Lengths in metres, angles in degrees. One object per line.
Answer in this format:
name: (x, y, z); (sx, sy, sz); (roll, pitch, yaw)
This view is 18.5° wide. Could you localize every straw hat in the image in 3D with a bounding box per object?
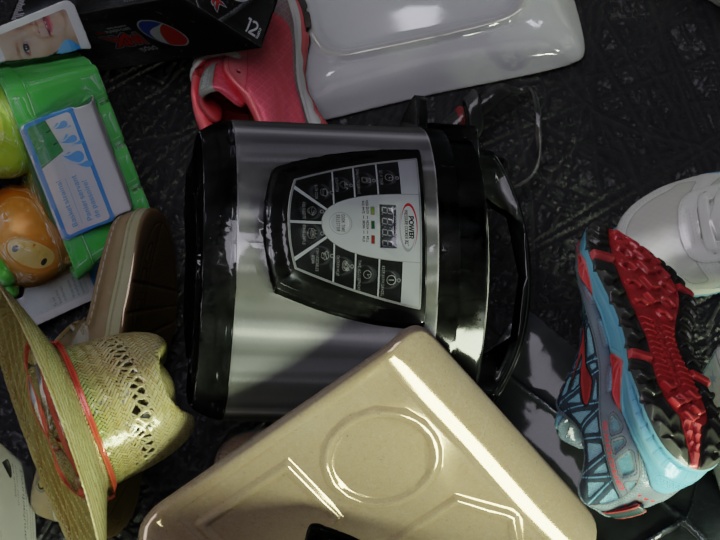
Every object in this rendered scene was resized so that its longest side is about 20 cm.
straw hat: (-0.139, 0.077, 1.231); (0.085, 0.201, 0.202); (-21, 70, -15)

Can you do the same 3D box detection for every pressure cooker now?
pressure cooker: (0.000, 0.000, 1.262); (0.199, 0.177, 0.179); (3, 31, -8)

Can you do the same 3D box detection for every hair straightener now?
hair straightener: (0.042, -0.041, 1.378); (0.200, 0.041, 0.077); (-43, 103, -10)

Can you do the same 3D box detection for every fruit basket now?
fruit basket: (-0.233, -0.044, 1.343); (0.199, 0.094, 0.186); (-25, 110, -18)

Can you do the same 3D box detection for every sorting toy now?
sorting toy: (0.005, 0.143, 1.229); (0.200, 0.185, 0.037); (-37, 27, 10)

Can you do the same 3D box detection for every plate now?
plate: (0.030, -0.209, 1.433); (0.199, 0.032, 0.201); (-12, 72, 4)

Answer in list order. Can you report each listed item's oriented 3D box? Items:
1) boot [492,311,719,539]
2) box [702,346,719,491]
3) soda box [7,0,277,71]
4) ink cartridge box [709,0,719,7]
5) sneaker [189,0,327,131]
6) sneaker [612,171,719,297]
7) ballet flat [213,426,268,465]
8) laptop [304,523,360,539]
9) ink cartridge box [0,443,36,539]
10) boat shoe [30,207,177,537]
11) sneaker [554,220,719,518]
boot: (0.120, 0.142, 1.289); (0.200, 0.066, 0.165); (42, 73, 14)
box: (0.298, 0.077, 1.261); (0.199, 0.068, 0.083); (-8, 64, -9)
soda box: (-0.132, -0.171, 1.364); (0.200, 0.071, 0.064); (0, 67, 51)
ink cartridge box: (0.295, -0.216, 1.373); (0.200, 0.083, 0.147); (33, 79, 15)
sneaker: (-0.073, -0.126, 1.378); (0.074, 0.087, 0.201); (-30, 68, 27)
sneaker: (0.248, -0.036, 1.323); (0.199, 0.081, 0.077); (-10, 73, 5)
ballet flat: (-0.058, 0.190, 1.294); (0.067, 0.068, 0.201); (4, 93, 45)
laptop: (0.021, 0.266, 1.174); (0.177, 0.103, 0.201); (21, 46, -9)
ink cartridge box: (-0.246, 0.164, 1.258); (0.082, 0.200, 0.148); (-8, 72, 4)
boat shoe: (-0.159, 0.058, 1.333); (0.065, 0.072, 0.201); (12, 97, 21)
sneaker: (0.138, 0.055, 1.252); (0.096, 0.079, 0.200); (-46, 29, 30)
